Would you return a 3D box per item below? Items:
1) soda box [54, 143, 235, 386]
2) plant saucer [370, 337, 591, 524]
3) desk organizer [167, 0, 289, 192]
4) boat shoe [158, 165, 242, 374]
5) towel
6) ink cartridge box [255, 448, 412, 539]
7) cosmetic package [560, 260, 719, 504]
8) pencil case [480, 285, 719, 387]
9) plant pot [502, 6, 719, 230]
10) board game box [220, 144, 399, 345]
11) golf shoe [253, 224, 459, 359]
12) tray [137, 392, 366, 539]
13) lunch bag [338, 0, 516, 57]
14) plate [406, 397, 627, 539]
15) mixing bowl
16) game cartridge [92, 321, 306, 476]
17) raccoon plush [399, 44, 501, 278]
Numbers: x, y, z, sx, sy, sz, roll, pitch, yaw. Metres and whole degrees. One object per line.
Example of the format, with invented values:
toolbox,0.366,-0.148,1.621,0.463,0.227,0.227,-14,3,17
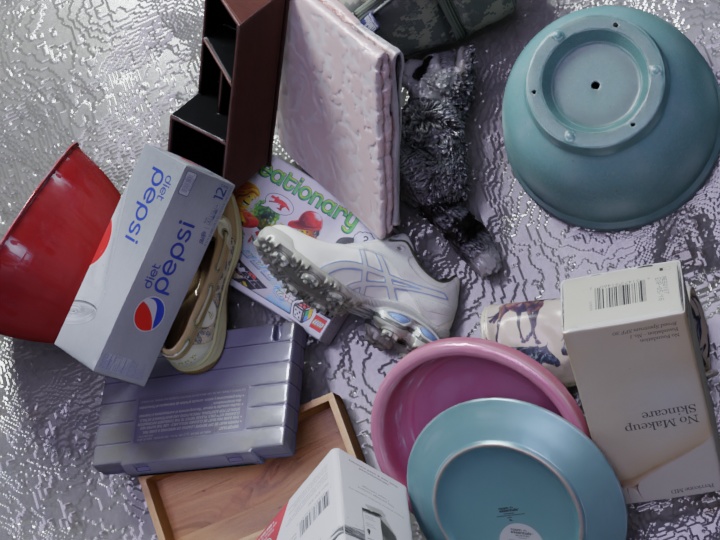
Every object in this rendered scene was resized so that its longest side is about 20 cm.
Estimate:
soda box,-0.191,-0.005,1.666,0.068,0.063,0.200,29,96,44
plant saucer,0.109,0.144,1.631,0.200,0.051,0.201,11,117,22
desk organizer,-0.120,-0.167,1.684,0.072,0.200,0.077,26,44,19
boat shoe,-0.153,-0.009,1.725,0.073,0.063,0.200,-7,70,17
towel,-0.023,-0.154,1.678,0.032,0.200,0.191,-23,44,-25
ink cartridge box,-0.026,0.271,1.584,0.083,0.200,0.147,31,114,-20
cosmetic package,0.236,0.096,1.569,0.103,0.200,0.073,-11,35,13
pencil case,0.208,0.065,1.647,0.200,0.078,0.090,-7,93,14
plant pot,0.213,-0.147,1.654,0.200,0.134,0.201,-3,78,14
board game box,-0.080,-0.034,1.767,0.200,0.035,0.126,31,87,19
golf shoe,0.000,0.000,1.695,0.200,0.078,0.097,33,71,-17
tray,-0.094,0.196,1.723,0.200,0.037,0.099,-23,73,9
lunch bag,0.031,-0.295,1.721,0.168,0.139,0.200,-25,62,8
plate,0.128,0.202,1.604,0.200,0.026,0.200,10,117,21
mixing bowl,-0.273,-0.007,1.749,0.108,0.200,0.200,34,89,-4
game cartridge,-0.147,0.120,1.725,0.200,0.038,0.130,-8,64,24
raccoon plush,0.094,-0.107,1.729,0.134,0.097,0.200,-41,99,-9
